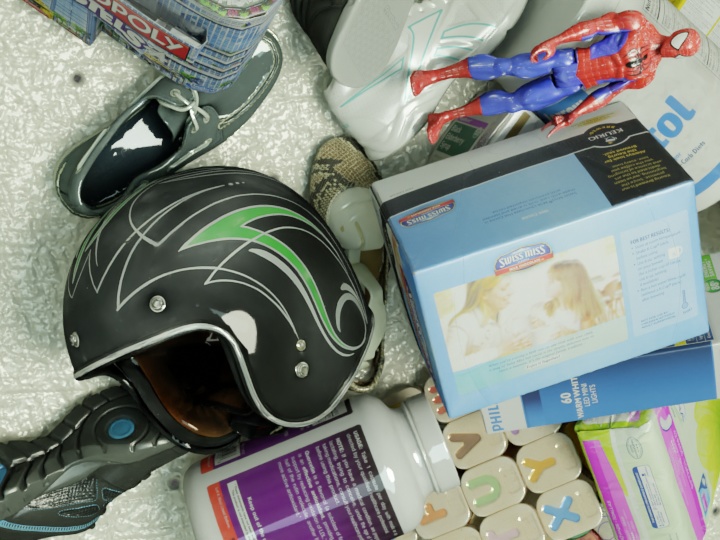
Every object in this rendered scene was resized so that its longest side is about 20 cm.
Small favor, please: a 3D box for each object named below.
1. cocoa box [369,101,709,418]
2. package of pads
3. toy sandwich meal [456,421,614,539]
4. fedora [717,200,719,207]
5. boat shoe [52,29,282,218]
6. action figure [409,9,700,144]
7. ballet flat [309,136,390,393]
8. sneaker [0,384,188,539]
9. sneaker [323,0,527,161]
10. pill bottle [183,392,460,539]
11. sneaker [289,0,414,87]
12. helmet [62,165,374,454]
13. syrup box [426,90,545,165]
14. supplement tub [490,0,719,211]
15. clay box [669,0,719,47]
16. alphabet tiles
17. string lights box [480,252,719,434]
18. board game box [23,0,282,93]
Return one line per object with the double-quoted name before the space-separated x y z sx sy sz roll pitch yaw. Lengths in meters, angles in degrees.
"cocoa box" 0.126 -0.010 0.863 0.198 0.132 0.134 -18 124 -3
"package of pads" 0.245 0.129 1.008 0.068 0.200 0.155 -10 114 30
"toy sandwich meal" 0.163 0.208 1.054 0.203 0.070 0.207 -5 104 -18
"fedora" 0.357 -0.080 1.010 0.177 0.090 0.200 -41 155 0
"boat shoe" -0.132 -0.105 0.880 0.199 0.062 0.073 -37 112 -7
"action figure" 0.137 -0.136 0.852 0.198 0.052 0.066 -14 118 15
"ballet flat" 0.000 0.000 0.944 0.067 0.075 0.202 -6 105 -17
"sneaker" -0.204 0.149 0.925 0.199 0.073 0.082 -20 131 -12
"sneaker" 0.054 -0.180 0.923 0.080 0.070 0.200 43 86 -16
"pill bottle" -0.028 0.168 0.940 0.199 0.113 0.113 -22 109 -1
"sneaker" 0.012 -0.239 0.867 0.070 0.099 0.201 16 111 -43
"helmet" -0.105 0.023 0.851 0.191 0.200 0.200 44 87 -16
"syrup box" 0.156 -0.051 0.984 0.199 0.079 0.082 36 90 -23
"supplement tub" 0.210 -0.145 0.952 0.199 0.132 0.132 33 91 -23
"clay box" 0.336 -0.256 1.013 0.115 0.048 0.201 35 89 -23
"alphabet tiles" 0.085 0.183 0.983 0.194 0.015 0.201 -24 79 13
"string lights box" 0.186 0.056 0.932 0.198 0.103 0.059 -10 128 9
"board game box" -0.149 -0.194 0.751 0.199 0.200 0.062 35 75 -7
